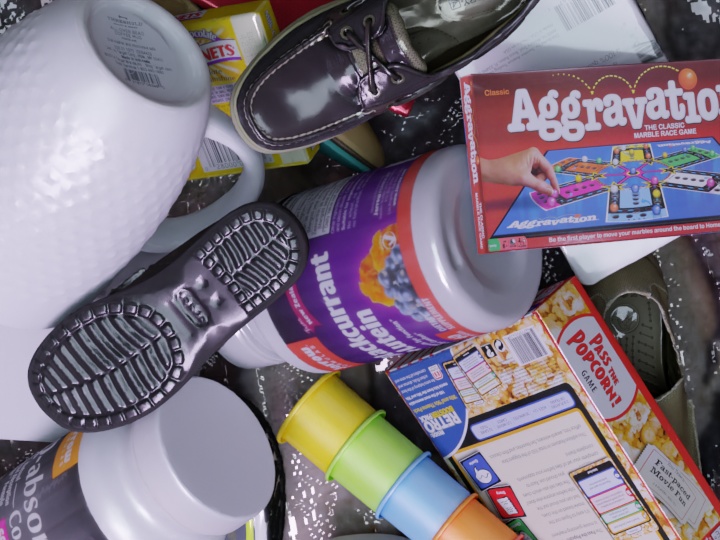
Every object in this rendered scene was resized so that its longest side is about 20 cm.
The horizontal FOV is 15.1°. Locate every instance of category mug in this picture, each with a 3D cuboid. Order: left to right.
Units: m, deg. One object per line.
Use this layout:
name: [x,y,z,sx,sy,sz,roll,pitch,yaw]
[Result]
mug: [-0.150,-0.067,1.590,0.199,0.148,0.175,20,132,-31]

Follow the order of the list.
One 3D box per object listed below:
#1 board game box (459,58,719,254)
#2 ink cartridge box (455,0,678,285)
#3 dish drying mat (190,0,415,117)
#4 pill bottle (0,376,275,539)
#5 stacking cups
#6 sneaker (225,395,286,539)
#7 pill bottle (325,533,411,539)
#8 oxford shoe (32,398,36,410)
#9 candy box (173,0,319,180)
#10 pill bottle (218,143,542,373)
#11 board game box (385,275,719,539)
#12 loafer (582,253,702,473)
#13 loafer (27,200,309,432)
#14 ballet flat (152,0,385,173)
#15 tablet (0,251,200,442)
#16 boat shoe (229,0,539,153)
board game box: [0.156,-0.069,1.588,0.199,0.019,0.103,-6,87,-22]
ink cartridge box: [0.133,-0.106,1.651,0.116,0.067,0.200,-29,99,9]
dish drying mat: [-0.047,-0.164,1.655,0.199,0.077,0.018,29,137,-3]
pill bottle: [-0.152,0.149,1.672,0.200,0.116,0.116,-34,99,35]
stacking cups: [0.039,0.148,1.697,0.200,0.060,0.061,41,103,9]
sneaker: [-0.092,0.177,1.733,0.081,0.074,0.201,3,101,7]
pill bottle: [0.007,0.274,1.725,0.112,0.112,0.201,-3,102,5]
oxford shoe: [-0.242,0.011,1.707,0.072,0.071,0.201,-4,103,10]
candy box: [-0.130,-0.101,1.651,0.199,0.026,0.103,-6,115,26]
pill bottle: [0.000,0.000,1.634,0.199,0.111,0.112,-16,103,38]
board game box: [0.125,0.116,1.669,0.151,0.046,0.200,-23,102,50]
loafer: [0.169,0.086,1.692,0.076,0.067,0.201,-11,102,7]
loafer: [-0.106,0.027,1.595,0.200,0.071,0.073,-32,93,17]
ballet flat: [-0.061,-0.130,1.664,0.199,0.069,0.063,29,86,-4]
tablet: [-0.187,0.045,1.686,0.199,0.014,0.131,6,104,-29]
boat shoe: [0.016,-0.132,1.560,0.200,0.065,0.073,-32,97,-10]
